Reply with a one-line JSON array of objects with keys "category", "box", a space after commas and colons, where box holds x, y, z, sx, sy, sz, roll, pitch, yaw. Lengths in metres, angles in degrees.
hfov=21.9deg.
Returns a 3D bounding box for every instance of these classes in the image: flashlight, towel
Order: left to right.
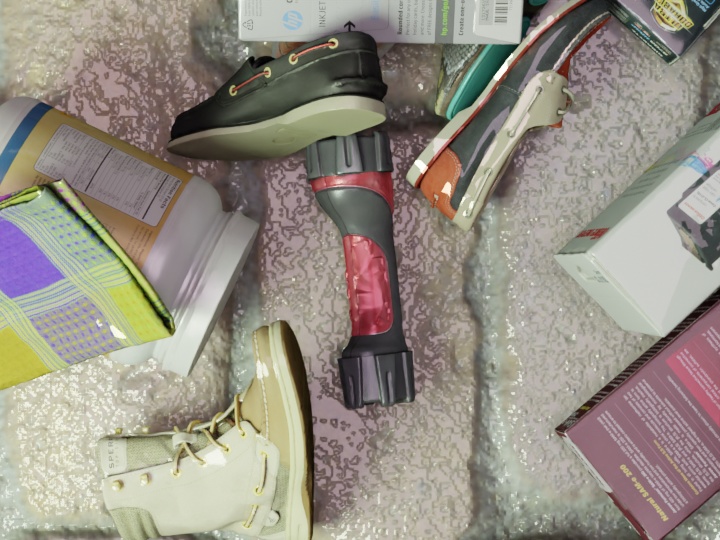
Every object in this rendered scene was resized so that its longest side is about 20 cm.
[{"category": "towel", "box": [-0.232, 0.016, 1.255, 0.199, 0.023, 0.144, -16, 123, 35]}, {"category": "flashlight", "box": [0.000, 0.000, 1.367, 0.067, 0.068, 0.201, -5, 88, -3]}]

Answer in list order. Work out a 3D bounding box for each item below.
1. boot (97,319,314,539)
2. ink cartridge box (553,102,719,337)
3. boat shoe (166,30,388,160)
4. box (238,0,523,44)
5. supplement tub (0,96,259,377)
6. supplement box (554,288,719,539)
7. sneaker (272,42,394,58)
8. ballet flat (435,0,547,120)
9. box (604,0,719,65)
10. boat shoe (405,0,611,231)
[{"category": "boot", "box": [-0.111, 0.121, 1.319, 0.154, 0.072, 0.201, -1, 131, 1]}, {"category": "ink cartridge box", "box": [0.248, -0.048, 1.339, 0.200, 0.146, 0.083, -43, 93, -2]}, {"category": "boat shoe", "box": [-0.062, -0.120, 1.330, 0.073, 0.201, 0.063, 9, 73, -46]}, {"category": "box", "box": [0.015, -0.235, 1.276, 0.199, 0.041, 0.157, 0, 117, -2]}, {"category": "supplement tub", "box": [-0.187, -0.021, 1.322, 0.199, 0.145, 0.145, 26, 88, -2]}, {"category": "supplement box", "box": [0.255, 0.097, 1.377, 0.200, 0.061, 0.109, -39, 89, -4]}, {"category": "sneaker", "box": [0.022, -0.210, 1.377, 0.200, 0.080, 0.071, -37, 96, 18]}, {"category": "ballet flat", "box": [0.106, -0.203, 1.361, 0.072, 0.072, 0.200, 39, 114, -1]}, {"category": "box", "box": [0.214, -0.279, 1.393, 0.200, 0.046, 0.159, 41, 88, -1]}, {"category": "boat shoe", "box": [0.120, -0.120, 1.371, 0.063, 0.071, 0.200, 42, 92, 11]}]
